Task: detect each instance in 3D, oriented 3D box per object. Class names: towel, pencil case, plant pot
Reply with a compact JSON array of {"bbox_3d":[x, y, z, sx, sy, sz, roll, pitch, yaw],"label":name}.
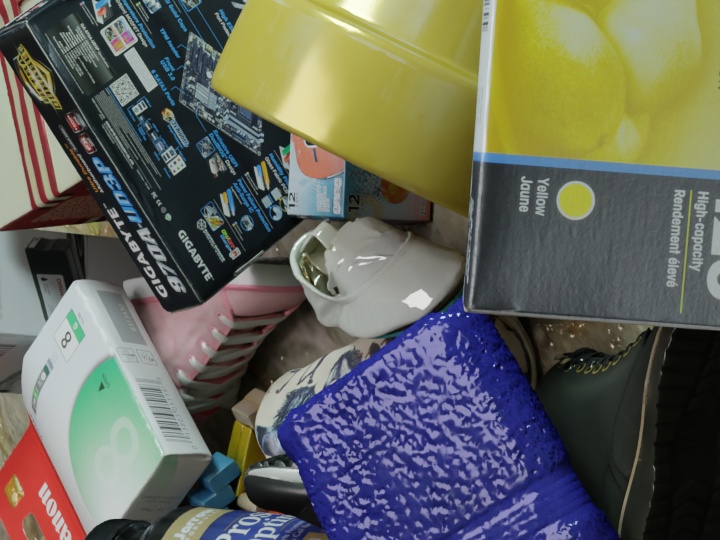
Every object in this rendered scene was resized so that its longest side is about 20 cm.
[{"bbox_3d":[0.057,0.130,1.191,0.147,0.049,0.201,-35,80,28],"label":"towel"},{"bbox_3d":[0.018,0.077,1.350,0.200,0.078,0.090,-27,39,52],"label":"pencil case"},{"bbox_3d":[0.047,-0.141,1.246,0.200,0.200,0.190,33,98,52],"label":"plant pot"}]

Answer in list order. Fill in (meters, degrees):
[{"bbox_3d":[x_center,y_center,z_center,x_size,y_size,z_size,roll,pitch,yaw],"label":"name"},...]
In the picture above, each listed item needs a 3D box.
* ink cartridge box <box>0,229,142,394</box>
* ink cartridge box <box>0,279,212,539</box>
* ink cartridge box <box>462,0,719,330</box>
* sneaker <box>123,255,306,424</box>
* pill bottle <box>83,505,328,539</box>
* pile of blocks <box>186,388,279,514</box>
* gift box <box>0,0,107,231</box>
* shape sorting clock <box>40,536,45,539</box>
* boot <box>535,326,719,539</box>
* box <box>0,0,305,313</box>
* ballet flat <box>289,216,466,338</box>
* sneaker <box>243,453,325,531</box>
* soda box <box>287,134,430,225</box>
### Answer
[{"bbox_3d":[-0.244,0.031,1.635,0.144,0.199,0.085,-27,63,51],"label":"ink cartridge box"},{"bbox_3d":[-0.191,0.132,1.535,0.200,0.050,0.161,-53,50,25],"label":"ink cartridge box"},{"bbox_3d":[0.152,-0.072,1.068,0.047,0.198,0.199,-102,16,-88],"label":"ink cartridge box"},{"bbox_3d":[-0.089,0.046,1.520,0.200,0.075,0.106,-10,84,55],"label":"sneaker"},{"bbox_3d":[-0.072,0.200,1.386,0.199,0.112,0.113,2,89,30],"label":"pill bottle"},{"bbox_3d":[-0.076,0.180,1.480,0.062,0.082,0.202,17,101,55],"label":"pile of blocks"},{"bbox_3d":[-0.146,-0.145,1.532,0.199,0.184,0.188,-23,77,49],"label":"gift box"},{"bbox_3d":[-0.188,0.210,1.679,0.199,0.039,0.202,-7,81,55],"label":"shape sorting clock"},{"bbox_3d":[0.141,0.043,1.185,0.138,0.077,0.201,39,118,55],"label":"boot"},{"bbox_3d":[-0.105,-0.101,1.402,0.046,0.159,0.201,-13,113,53],"label":"box"},{"bbox_3d":[0.000,0.000,1.330,0.200,0.069,0.070,178,94,-73],"label":"ballet flat"},{"bbox_3d":[0.024,0.153,1.276,0.198,0.070,0.091,6,94,19],"label":"sneaker"},{"bbox_3d":[0.002,-0.129,1.397,0.063,0.068,0.202,3,91,55],"label":"soda box"}]
